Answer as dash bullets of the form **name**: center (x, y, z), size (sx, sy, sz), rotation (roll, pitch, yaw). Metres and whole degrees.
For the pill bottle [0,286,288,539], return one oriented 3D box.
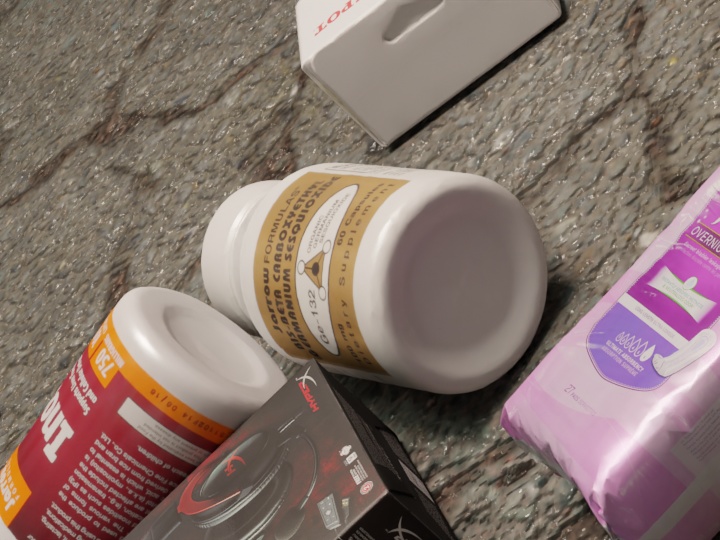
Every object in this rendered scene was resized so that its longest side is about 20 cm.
- **pill bottle**: center (-0.133, 0.117, 1.545), size (0.200, 0.113, 0.113), rotation (-54, 26, 17)

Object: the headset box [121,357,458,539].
- **headset box**: center (-0.054, 0.164, 1.437), size (0.200, 0.075, 0.149), rotation (-43, 29, 7)

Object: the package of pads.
- **package of pads**: center (0.166, 0.034, 1.302), size (0.200, 0.076, 0.121), rotation (-47, 31, 0)

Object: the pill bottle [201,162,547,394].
- **pill bottle**: center (0.000, 0.000, 1.529), size (0.200, 0.114, 0.115), rotation (8, 59, 57)

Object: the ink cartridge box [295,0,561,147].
- **ink cartridge box**: center (0.036, -0.190, 1.753), size (0.144, 0.084, 0.200), rotation (-37, 29, 20)
